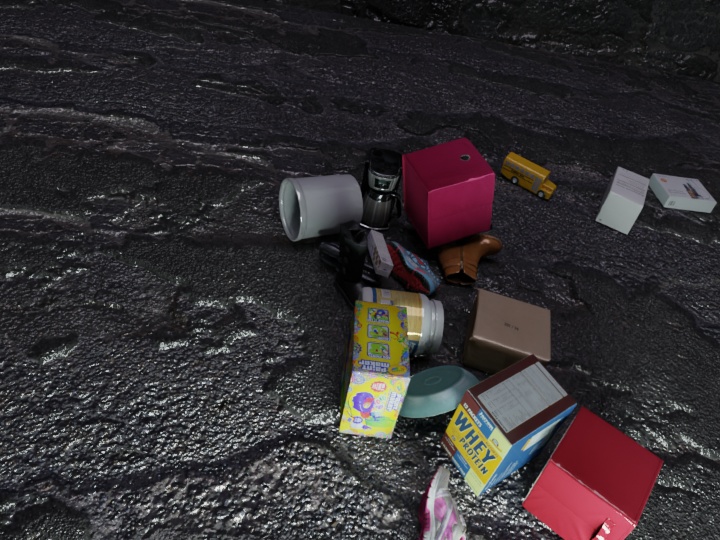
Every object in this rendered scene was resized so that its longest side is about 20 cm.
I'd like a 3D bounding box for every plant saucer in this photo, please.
[{"bbox_3d":[0.160,0.253,1.294,0.194,0.037,0.200,-17,9,3],"label":"plant saucer"}]

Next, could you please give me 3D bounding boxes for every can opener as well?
[{"bbox_3d":[-0.027,-0.013,1.611,0.196,0.065,0.079,30,16,3],"label":"can opener"}]

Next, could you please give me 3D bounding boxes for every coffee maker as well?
[{"bbox_3d":[0.049,-0.257,1.782,0.131,0.204,0.195,-6,44,-21],"label":"coffee maker"}]

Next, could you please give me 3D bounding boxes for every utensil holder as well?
[{"bbox_3d":[-0.112,-0.181,1.687,0.195,0.173,0.172,-9,46,-27],"label":"utensil holder"}]

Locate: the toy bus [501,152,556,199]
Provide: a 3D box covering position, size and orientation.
[{"bbox_3d":[0.594,-0.332,2.096,0.197,0.080,0.065,33,45,21],"label":"toy bus"}]

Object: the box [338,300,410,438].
[{"bbox_3d":[0.028,0.210,1.272,0.118,0.204,0.196,8,40,-5],"label":"box"}]

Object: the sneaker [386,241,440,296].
[{"bbox_3d":[0.141,-0.003,1.644,0.094,0.080,0.201,-8,49,-46],"label":"sneaker"}]

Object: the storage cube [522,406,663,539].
[{"bbox_3d":[0.455,0.421,1.181,0.178,0.174,0.199,32,46,23],"label":"storage cube"}]

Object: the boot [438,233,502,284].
[{"bbox_3d":[0.319,-0.031,1.699,0.193,0.078,0.158,4,41,-6],"label":"boot"}]

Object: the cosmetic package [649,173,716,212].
[{"bbox_3d":[1.200,-0.291,2.234,0.193,0.053,0.153,5,40,-9],"label":"cosmetic package"}]

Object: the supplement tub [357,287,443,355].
[{"bbox_3d":[0.089,0.123,1.424,0.193,0.147,0.147,7,41,-6],"label":"supplement tub"}]

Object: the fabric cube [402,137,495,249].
[{"bbox_3d":[0.240,-0.219,1.671,0.194,0.204,0.199,-16,45,-10],"label":"fabric cube"}]

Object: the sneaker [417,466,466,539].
[{"bbox_3d":[0.156,0.473,1.122,0.086,0.082,0.204,15,50,0],"label":"sneaker"}]

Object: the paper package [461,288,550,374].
[{"bbox_3d":[0.364,0.163,1.485,0.194,0.105,0.193,17,42,5],"label":"paper package"}]

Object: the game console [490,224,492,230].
[{"bbox_3d":[0.274,-0.173,1.805,0.194,0.120,0.175,-10,12,-23],"label":"game console"}]

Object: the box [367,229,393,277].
[{"bbox_3d":[0.051,-0.049,1.638,0.040,0.039,0.202,20,24,-19],"label":"box"}]

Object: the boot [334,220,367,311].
[{"bbox_3d":[-0.001,0.000,1.491,0.065,0.204,0.164,-26,54,-36],"label":"boot"}]

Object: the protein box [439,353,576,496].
[{"bbox_3d":[0.299,0.316,1.228,0.196,0.202,0.136,-18,52,-30],"label":"protein box"}]

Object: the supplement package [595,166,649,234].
[{"bbox_3d":[0.899,-0.241,2.046,0.117,0.123,0.201,26,44,14],"label":"supplement package"}]
